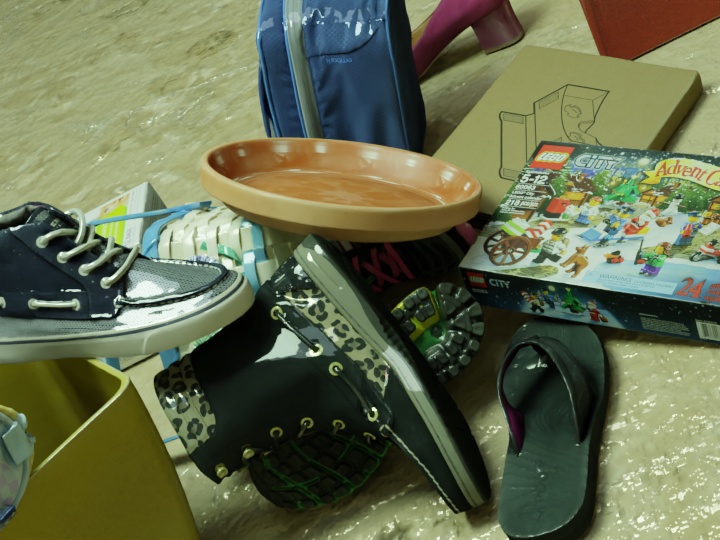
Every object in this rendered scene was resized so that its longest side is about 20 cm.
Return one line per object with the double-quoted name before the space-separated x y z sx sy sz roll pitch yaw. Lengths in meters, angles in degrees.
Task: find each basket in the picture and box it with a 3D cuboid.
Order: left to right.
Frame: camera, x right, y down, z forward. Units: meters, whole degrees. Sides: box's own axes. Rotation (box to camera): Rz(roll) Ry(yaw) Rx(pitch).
"basket" -0.116 0.030 1.133 0.199 0.178 0.139 -15 2 32

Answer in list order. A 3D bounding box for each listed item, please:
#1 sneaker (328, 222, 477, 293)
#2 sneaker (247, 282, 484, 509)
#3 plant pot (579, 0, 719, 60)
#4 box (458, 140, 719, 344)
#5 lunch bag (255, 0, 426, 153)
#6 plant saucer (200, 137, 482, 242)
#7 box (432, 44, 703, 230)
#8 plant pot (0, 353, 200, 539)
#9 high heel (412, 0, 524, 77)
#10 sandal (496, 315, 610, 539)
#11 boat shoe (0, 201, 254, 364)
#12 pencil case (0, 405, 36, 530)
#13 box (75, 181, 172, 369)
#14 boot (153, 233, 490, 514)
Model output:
"sneaker" 0.000 0.000 1.184 0.199 0.074 0.088 -7 44 37
"sneaker" 0.008 0.091 1.058 0.200 0.078 0.085 -39 -7 2
"plant pot" 0.250 -0.328 1.315 0.199 0.177 0.200 -25 30 13
"box" 0.184 -0.023 1.034 0.199 0.038 0.137 9 49 34
"lunch bag" -0.021 -0.157 1.313 0.131 0.201 0.136 -5 34 10
"plant saucer" -0.014 -0.057 1.084 0.199 0.033 0.200 6 18 -2
"box" 0.151 -0.100 1.188 0.163 0.021 0.200 15 50 34
"plant pot" -0.219 0.177 1.024 0.200 0.177 0.199 -45 32 -19
"high heel" 0.049 -0.232 1.445 0.199 0.096 0.068 -20 32 21
"sandal" 0.117 0.086 0.964 0.075 0.048 0.201 -21 33 20
"boat shoe" -0.171 0.001 0.979 0.199 0.093 0.075 -9 25 19
"pencil case" -0.275 0.102 0.926 0.199 0.083 0.091 9 51 50
"box" -0.247 0.029 1.342 0.199 0.102 0.113 -26 30 12
"boot" -0.026 0.099 0.984 0.153 0.204 0.073 -37 -12 8
